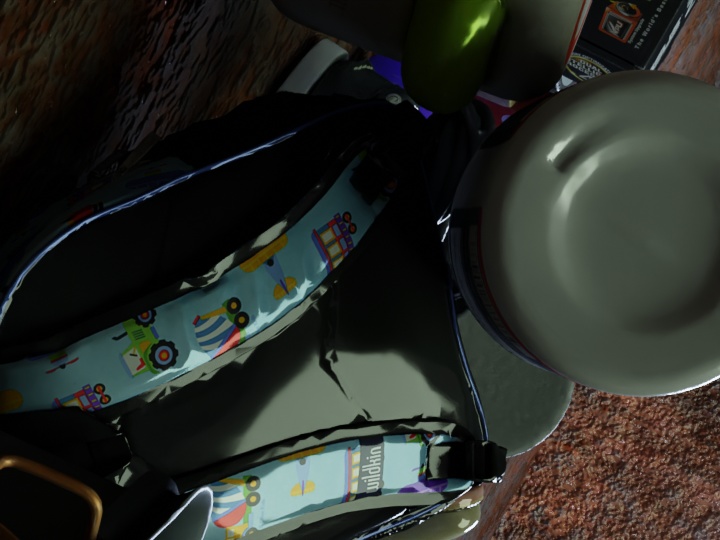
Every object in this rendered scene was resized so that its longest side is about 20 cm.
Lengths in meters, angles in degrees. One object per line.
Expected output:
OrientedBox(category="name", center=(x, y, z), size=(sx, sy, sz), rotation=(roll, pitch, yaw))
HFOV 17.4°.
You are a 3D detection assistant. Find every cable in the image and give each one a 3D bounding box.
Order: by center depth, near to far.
OrientedBox(category="cable", center=(0.000, 0.000, 1.091), size=(0.163, 0.051, 0.200), rotation=(-41, 168, -48))

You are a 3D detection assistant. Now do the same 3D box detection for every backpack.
OrientedBox(category="backpack", center=(-0.065, 0.037, 0.910), size=(0.200, 0.134, 0.183), rotation=(-25, 110, -28))

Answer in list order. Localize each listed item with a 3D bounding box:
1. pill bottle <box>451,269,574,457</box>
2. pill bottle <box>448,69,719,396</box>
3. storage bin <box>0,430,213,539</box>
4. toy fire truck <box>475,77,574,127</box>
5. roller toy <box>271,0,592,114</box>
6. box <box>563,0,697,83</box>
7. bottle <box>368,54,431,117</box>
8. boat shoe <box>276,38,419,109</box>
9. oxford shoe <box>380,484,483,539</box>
OrientedBox(category="pill bottle", center=(0.041, 0.040, 1.298), size=(0.112, 0.112, 0.200), rotation=(-62, -160, 0))
OrientedBox(category="pill bottle", center=(0.097, -0.015, 0.942), size=(0.120, 0.119, 0.200), rotation=(-62, -176, -1))
OrientedBox(category="storage bin", center=(-0.155, 0.112, 0.751), size=(0.200, 0.134, 0.146), rotation=(-44, 158, -59))
OrientedBox(category="toy fire truck", center=(0.095, -0.132, 1.375), size=(0.176, 0.128, 0.200), rotation=(-55, 157, -30))
OrientedBox(category="roller toy", center=(0.040, -0.172, 0.937), size=(0.200, 0.140, 0.183), rotation=(-58, 167, -70))
OrientedBox(category="box", center=(0.107, -0.198, 1.114), size=(0.200, 0.161, 0.049), rotation=(-58, 167, -15))
OrientedBox(category="bottle", center=(-0.015, -0.015, 1.237), size=(0.200, 0.065, 0.084), rotation=(-60, 166, -12))
OrientedBox(category="boat shoe", center=(-0.042, -0.022, 1.117), size=(0.200, 0.060, 0.076), rotation=(-58, 169, -18))
OrientedBox(category="oxford shoe", center=(-0.007, 0.159, 1.283), size=(0.200, 0.074, 0.071), rotation=(-21, 175, 41))
